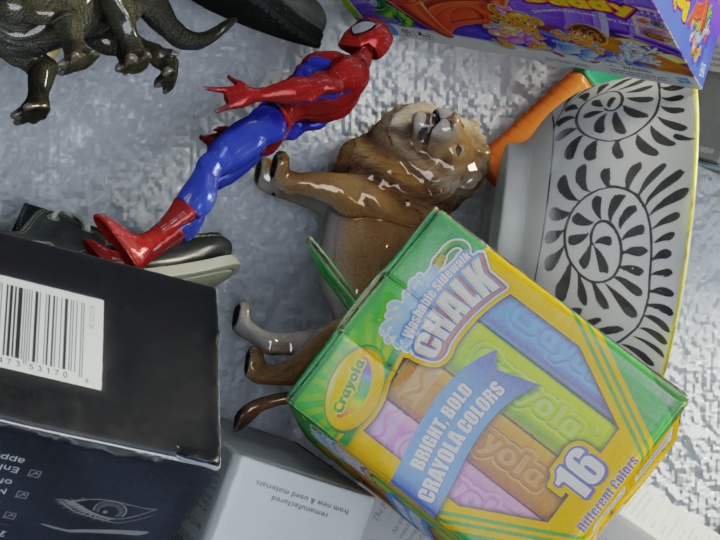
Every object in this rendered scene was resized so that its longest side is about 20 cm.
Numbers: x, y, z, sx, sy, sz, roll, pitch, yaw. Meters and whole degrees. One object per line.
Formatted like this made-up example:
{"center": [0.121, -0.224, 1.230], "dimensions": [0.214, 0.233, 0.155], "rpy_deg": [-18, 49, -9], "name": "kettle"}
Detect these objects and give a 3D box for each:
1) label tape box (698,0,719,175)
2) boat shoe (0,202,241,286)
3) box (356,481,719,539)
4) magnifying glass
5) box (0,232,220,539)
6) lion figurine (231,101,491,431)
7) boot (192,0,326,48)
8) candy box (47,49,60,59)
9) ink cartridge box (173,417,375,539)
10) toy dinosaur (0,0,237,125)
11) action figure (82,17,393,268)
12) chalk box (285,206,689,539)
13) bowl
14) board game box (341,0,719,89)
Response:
{"center": [0.276, -0.137, 1.305], "dimensions": [0.144, 0.063, 0.201], "rpy_deg": [20, 91, -30], "name": "label tape box"}
{"center": [-0.158, -0.007, 1.180], "dimensions": [0.199, 0.072, 0.068], "rpy_deg": [-6, 73, -24], "name": "boat shoe"}
{"center": [0.092, 0.159, 1.214], "dimensions": [0.199, 0.097, 0.125], "rpy_deg": [33, 101, 10], "name": "box"}
{"center": [0.145, -0.120, 1.294], "dimensions": [0.200, 0.022, 0.080], "rpy_deg": [-42, 108, -9], "name": "magnifying glass"}
{"center": [-0.194, 0.085, 1.101], "dimensions": [0.196, 0.118, 0.200], "rpy_deg": [15, 135, -20], "name": "box"}
{"center": [0.000, 0.000, 1.218], "dimensions": [0.122, 0.072, 0.201], "rpy_deg": [13, 78, -16], "name": "lion figurine"}
{"center": [-0.057, -0.205, 1.154], "dimensions": [0.200, 0.067, 0.131], "rpy_deg": [35, 78, -51], "name": "boot"}
{"center": [-0.163, -0.221, 1.155], "dimensions": [0.116, 0.056, 0.201], "rpy_deg": [31, 88, -22], "name": "candy box"}
{"center": [-0.082, 0.187, 1.189], "dimensions": [0.082, 0.146, 0.201], "rpy_deg": [19, 91, -21], "name": "ink cartridge box"}
{"center": [-0.142, -0.133, 1.104], "dimensions": [0.199, 0.077, 0.103], "rpy_deg": [-17, 72, -31], "name": "toy dinosaur"}
{"center": [-0.057, -0.070, 1.161], "dimensions": [0.200, 0.065, 0.052], "rpy_deg": [-37, 80, -23], "name": "action figure"}
{"center": [0.045, 0.060, 1.111], "dimensions": [0.200, 0.124, 0.124], "rpy_deg": [37, 83, 12], "name": "chalk box"}
{"center": [0.119, -0.019, 1.221], "dimensions": [0.094, 0.201, 0.202], "rpy_deg": [7, 95, 0], "name": "bowl"}
{"center": [0.073, -0.155, 1.146], "dimensions": [0.134, 0.199, 0.045], "rpy_deg": [43, 63, -61], "name": "board game box"}
